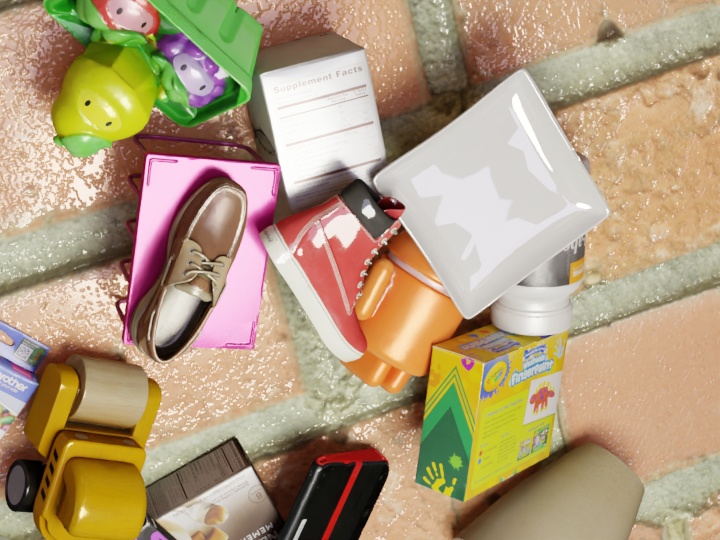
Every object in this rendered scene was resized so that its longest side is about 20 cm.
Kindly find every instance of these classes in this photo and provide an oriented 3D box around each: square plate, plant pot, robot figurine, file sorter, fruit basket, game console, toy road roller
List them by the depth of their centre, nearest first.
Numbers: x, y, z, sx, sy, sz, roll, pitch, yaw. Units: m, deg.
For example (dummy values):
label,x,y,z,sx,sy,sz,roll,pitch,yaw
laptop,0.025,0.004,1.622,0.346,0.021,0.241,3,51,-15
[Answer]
label,x,y,z,sx,sy,sz,roll,pitch,yaw
fruit basket,-0.222,-0.207,1.466,0.216,0.155,0.216,10,74,-37
file sorter,-0.179,-0.034,1.558,0.139,0.125,0.200,4,107,-20
square plate,0.139,-0.081,1.576,0.200,0.028,0.198,-36,113,-3
toy road roller,-0.280,0.203,1.580,0.123,0.146,0.200,13,101,-37
robot figurine,0.058,0.038,1.666,0.144,0.117,0.200,29,98,-12
game console,-0.047,0.298,1.707,0.177,0.031,0.200,9,108,-60
plant pot,0.248,0.313,1.796,0.200,0.187,0.187,-47,116,-15

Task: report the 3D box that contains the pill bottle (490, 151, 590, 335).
label,x,y,z,sx,sy,sz,roll,pitch,yaw
pill bottle,0.199,-0.035,1.687,0.116,0.116,0.200,-5,108,-17

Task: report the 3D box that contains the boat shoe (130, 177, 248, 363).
label,x,y,z,sx,sy,sz,roll,pitch,yaw
boat shoe,-0.161,0.005,1.468,0.076,0.072,0.200,19,101,-24

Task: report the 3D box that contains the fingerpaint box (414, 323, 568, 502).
label,x,y,z,sx,sy,sz,roll,pitch,yaw
fingerpaint box,0.151,0.152,1.702,0.200,0.073,0.167,-17,118,-53

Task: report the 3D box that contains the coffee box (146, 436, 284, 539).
label,x,y,z,sx,sy,sz,roll,pitch,yaw
coffee box,-0.195,0.296,1.684,0.200,0.080,0.114,-29,115,-7

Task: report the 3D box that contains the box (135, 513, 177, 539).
label,x,y,z,sx,sy,sz,roll,pitch,yaw
box,-0.224,0.376,1.640,0.143,0.036,0.200,-42,118,-1

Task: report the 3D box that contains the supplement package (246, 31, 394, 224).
label,x,y,z,sx,sy,sz,roll,pitch,yaw
supplement package,-0.045,-0.137,1.573,0.117,0.117,0.200,-16,111,-11

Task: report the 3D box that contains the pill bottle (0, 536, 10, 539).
label,x,y,z,sx,sy,sz,roll,pitch,yaw
pill bottle,-0.389,0.363,1.576,0.112,0.200,0.112,-6,110,-17

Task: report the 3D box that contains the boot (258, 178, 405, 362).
label,x,y,z,sx,sy,sz,roll,pitch,yaw
boot,0.000,0.000,1.543,0.144,0.072,0.200,-30,131,-1

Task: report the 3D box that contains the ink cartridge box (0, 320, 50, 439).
label,x,y,z,sx,sy,sz,roll,pitch,yaw
ink cartridge box,-0.431,0.142,1.581,0.119,0.042,0.200,33,93,-25
